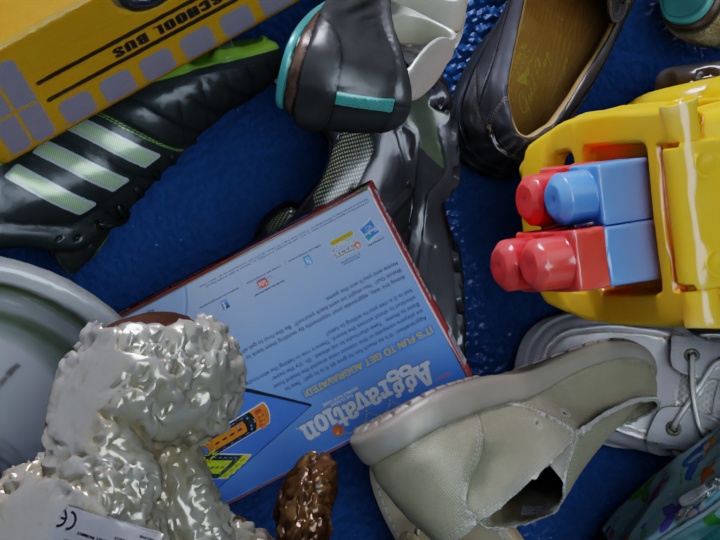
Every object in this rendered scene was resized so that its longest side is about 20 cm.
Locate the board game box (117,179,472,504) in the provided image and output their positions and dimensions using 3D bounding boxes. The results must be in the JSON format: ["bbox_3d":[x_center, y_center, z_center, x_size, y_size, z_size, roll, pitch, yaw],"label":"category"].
[{"bbox_3d":[-0.059,0.049,1.186,0.199,0.019,0.104,-27,96,9],"label":"board game box"}]

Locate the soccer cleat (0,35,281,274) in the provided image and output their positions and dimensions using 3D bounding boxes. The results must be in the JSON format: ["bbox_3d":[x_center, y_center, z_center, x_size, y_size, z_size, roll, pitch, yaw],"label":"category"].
[{"bbox_3d":[-0.123,-0.050,1.188,0.199,0.068,0.082,-24,106,-8],"label":"soccer cleat"}]

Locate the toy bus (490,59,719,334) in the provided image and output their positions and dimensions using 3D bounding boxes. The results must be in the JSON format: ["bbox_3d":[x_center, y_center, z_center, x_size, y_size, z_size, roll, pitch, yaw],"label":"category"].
[{"bbox_3d":[0.139,-0.026,1.177,0.191,0.200,0.137,-10,94,-22],"label":"toy bus"}]

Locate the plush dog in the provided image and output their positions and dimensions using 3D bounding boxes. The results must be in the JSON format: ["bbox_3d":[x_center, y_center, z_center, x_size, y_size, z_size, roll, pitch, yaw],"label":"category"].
[{"bbox_3d":[-0.097,0.133,1.090,0.199,0.171,0.161,-31,55,22],"label":"plush dog"}]

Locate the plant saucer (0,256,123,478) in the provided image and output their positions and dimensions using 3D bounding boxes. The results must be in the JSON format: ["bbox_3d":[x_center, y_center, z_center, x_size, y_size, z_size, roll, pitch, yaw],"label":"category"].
[{"bbox_3d":[-0.178,0.073,1.152,0.198,0.050,0.202,-1,119,-2],"label":"plant saucer"}]

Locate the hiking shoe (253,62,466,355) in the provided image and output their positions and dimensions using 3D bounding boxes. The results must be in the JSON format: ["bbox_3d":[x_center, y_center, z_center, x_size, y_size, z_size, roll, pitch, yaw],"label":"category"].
[{"bbox_3d":[0.000,0.000,1.224,0.100,0.076,0.202,-2,91,3],"label":"hiking shoe"}]

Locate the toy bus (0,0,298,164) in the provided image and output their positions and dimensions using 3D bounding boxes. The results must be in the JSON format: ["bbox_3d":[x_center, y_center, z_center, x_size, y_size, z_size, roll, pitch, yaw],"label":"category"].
[{"bbox_3d":[-0.128,-0.112,1.117,0.199,0.078,0.065,-29,54,0],"label":"toy bus"}]

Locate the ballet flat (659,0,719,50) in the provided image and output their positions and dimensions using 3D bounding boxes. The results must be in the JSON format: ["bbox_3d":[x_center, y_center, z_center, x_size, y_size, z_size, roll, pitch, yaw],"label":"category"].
[{"bbox_3d":[0.195,-0.208,1.279,0.070,0.071,0.202,10,87,-15],"label":"ballet flat"}]

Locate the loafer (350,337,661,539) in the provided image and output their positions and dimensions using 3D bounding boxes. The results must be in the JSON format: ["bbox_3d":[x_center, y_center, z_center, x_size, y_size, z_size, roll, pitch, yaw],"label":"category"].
[{"bbox_3d":[0.072,0.080,1.156,0.199,0.075,0.069,-12,80,-48],"label":"loafer"}]

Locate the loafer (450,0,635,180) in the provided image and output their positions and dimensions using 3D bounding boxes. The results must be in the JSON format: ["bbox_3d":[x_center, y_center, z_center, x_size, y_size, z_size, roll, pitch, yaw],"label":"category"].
[{"bbox_3d":[0.107,-0.139,1.244,0.072,0.072,0.201,21,83,-13],"label":"loafer"}]

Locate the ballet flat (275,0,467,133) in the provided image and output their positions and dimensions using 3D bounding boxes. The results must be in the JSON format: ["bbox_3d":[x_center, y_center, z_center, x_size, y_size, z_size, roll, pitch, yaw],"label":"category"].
[{"bbox_3d":[0.012,-0.112,1.164,0.068,0.200,0.068,13,123,4],"label":"ballet flat"}]

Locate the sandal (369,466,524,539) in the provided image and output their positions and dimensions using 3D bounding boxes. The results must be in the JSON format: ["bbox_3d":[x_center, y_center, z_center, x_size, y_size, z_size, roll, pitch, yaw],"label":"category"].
[{"bbox_3d":[0.054,0.185,1.206,0.070,0.077,0.213,-49,119,-37],"label":"sandal"}]

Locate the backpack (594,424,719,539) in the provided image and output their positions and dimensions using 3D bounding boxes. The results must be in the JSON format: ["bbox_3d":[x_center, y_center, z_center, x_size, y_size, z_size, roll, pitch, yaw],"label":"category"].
[{"bbox_3d":[0.218,0.149,1.200,0.177,0.151,0.200,41,110,-10],"label":"backpack"}]

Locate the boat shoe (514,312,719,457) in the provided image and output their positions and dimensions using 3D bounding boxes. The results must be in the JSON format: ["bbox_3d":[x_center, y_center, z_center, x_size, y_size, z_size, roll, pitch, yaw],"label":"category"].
[{"bbox_3d":[0.176,0.061,1.265,0.198,0.069,0.071,11,90,-15],"label":"boat shoe"}]
